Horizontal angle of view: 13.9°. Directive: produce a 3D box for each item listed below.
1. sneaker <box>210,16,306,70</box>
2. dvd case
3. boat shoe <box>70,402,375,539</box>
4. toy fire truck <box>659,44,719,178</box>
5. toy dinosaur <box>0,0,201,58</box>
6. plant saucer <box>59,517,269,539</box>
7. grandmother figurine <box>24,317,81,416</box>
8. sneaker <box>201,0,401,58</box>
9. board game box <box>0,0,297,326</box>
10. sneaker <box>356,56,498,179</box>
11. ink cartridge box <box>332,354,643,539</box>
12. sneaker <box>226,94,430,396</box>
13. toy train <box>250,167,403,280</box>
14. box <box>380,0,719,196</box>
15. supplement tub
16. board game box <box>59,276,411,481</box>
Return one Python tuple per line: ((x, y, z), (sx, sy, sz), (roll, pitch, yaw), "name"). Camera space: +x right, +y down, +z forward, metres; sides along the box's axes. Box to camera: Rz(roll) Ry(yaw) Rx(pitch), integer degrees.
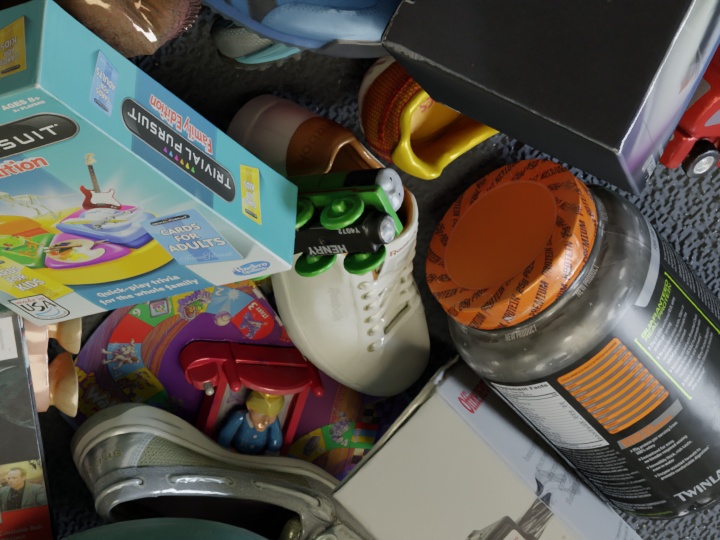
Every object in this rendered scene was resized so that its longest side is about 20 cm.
((-0.012, -0.184, 1.415), (0.095, 0.079, 0.200), (41, 106, -16), "sneaker")
((-0.233, 0.102, 1.511), (0.146, 0.022, 0.200), (-11, 132, -8), "dvd case")
((-0.067, 0.134, 1.584), (0.074, 0.065, 0.202), (-41, 131, 23), "boat shoe")
((0.246, -0.115, 1.526), (0.200, 0.049, 0.141), (-3, 138, -37), "toy fire truck")
((-0.129, -0.121, 1.331), (0.200, 0.086, 0.136), (5, 126, 31), "toy dinosaur")
((-0.111, 0.179, 1.563), (0.199, 0.036, 0.200), (-6, 148, -4), "plant saucer")
((-0.246, 0.049, 1.517), (0.199, 0.061, 0.122), (0, 99, -15), "grandmother figurine")
((-0.055, -0.166, 1.349), (0.200, 0.066, 0.079), (29, 129, 10), "sneaker")
((-0.146, -0.044, 1.357), (0.151, 0.047, 0.200), (-13, 151, 29), "board game box")
((0.090, -0.116, 1.479), (0.200, 0.077, 0.073), (-43, 128, 2), "sneaker")
((0.087, 0.149, 1.578), (0.200, 0.145, 0.083), (45, 99, 2), "ink cartridge box")
((0.000, 0.000, 1.526), (0.073, 0.085, 0.200), (-50, 134, -23), "sneaker")
((-0.063, -0.024, 1.458), (0.200, 0.056, 0.042), (-3, 130, 33), "toy train")
((0.114, -0.151, 1.333), (0.123, 0.200, 0.199), (27, 91, 9), "box")
((0.128, 0.036, 1.581), (0.122, 0.123, 0.200), (-37, 128, 11), "supplement tub")
((-0.064, 0.083, 1.606), (0.158, 0.039, 0.200), (-31, 129, 7), "board game box")
